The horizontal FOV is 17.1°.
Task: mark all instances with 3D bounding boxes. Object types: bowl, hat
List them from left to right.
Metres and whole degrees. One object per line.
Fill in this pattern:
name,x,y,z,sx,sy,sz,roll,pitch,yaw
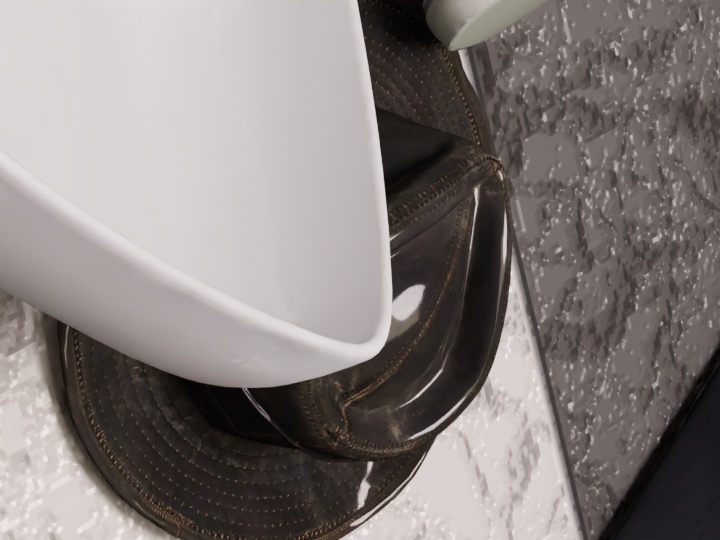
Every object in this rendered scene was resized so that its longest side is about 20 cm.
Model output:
bowl,-0.081,-0.067,0.657,0.200,0.075,0.201,32,39,-44
hat,0.000,0.000,0.775,0.200,0.081,0.201,-4,97,-41

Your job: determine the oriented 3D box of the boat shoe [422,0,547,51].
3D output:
boat shoe,0.074,-0.150,0.844,0.072,0.070,0.201,46,56,1

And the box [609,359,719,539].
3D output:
box,0.210,0.132,0.955,0.200,0.123,0.199,52,60,-33
